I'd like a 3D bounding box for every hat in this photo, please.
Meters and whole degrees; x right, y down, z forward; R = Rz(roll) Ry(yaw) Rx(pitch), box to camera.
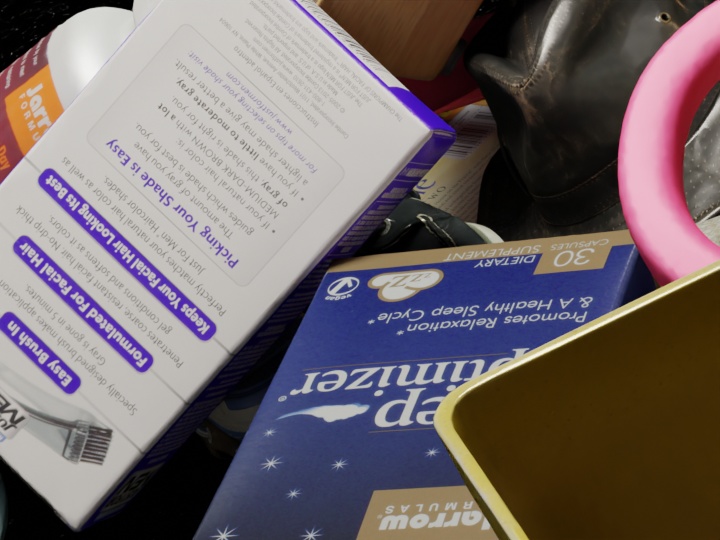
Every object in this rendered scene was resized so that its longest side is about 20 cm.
[{"bbox_3d":[0.091,-0.080,1.041,0.201,0.081,0.201,-38,26,22],"label":"hat"}]

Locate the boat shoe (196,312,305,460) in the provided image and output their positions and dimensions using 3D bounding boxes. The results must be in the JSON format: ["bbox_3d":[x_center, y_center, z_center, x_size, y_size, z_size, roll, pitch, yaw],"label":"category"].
[{"bbox_3d":[-0.056,0.043,1.111,0.072,0.072,0.200,-33,26,-7],"label":"boat shoe"}]

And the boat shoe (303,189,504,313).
[{"bbox_3d":[0.001,-0.002,1.066,0.075,0.066,0.199,-67,24,12],"label":"boat shoe"}]

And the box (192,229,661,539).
[{"bbox_3d":[0.021,0.058,0.867,0.121,0.032,0.200,-5,35,23],"label":"box"}]

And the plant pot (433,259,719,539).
[{"bbox_3d":[0.164,0.110,0.732,0.200,0.177,0.200,-25,35,-6],"label":"plant pot"}]

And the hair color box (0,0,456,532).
[{"bbox_3d":[-0.072,-0.013,0.990,0.200,0.109,0.065,-47,-7,7],"label":"hair color box"}]

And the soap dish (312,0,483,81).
[{"bbox_3d":[0.039,-0.171,1.083,0.157,0.081,0.200,-59,4,24],"label":"soap dish"}]

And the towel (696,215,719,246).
[{"bbox_3d":[0.103,0.040,0.907,0.200,0.031,0.149,-18,31,3],"label":"towel"}]

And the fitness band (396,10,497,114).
[{"bbox_3d":[-0.007,-0.073,1.184,0.144,0.037,0.200,-22,3,-39],"label":"fitness band"}]

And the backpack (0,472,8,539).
[{"bbox_3d":[-0.229,0.114,1.025,0.200,0.153,0.176,-44,29,3],"label":"backpack"}]

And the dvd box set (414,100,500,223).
[{"bbox_3d":[0.078,-0.020,1.167,0.200,0.029,0.146,10,43,43],"label":"dvd box set"}]

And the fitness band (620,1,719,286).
[{"bbox_3d":[0.181,-0.046,0.857,0.200,0.037,0.144,-8,63,17],"label":"fitness band"}]

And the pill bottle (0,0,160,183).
[{"bbox_3d":[-0.114,-0.038,1.091,0.200,0.110,0.110,-35,24,21],"label":"pill bottle"}]
